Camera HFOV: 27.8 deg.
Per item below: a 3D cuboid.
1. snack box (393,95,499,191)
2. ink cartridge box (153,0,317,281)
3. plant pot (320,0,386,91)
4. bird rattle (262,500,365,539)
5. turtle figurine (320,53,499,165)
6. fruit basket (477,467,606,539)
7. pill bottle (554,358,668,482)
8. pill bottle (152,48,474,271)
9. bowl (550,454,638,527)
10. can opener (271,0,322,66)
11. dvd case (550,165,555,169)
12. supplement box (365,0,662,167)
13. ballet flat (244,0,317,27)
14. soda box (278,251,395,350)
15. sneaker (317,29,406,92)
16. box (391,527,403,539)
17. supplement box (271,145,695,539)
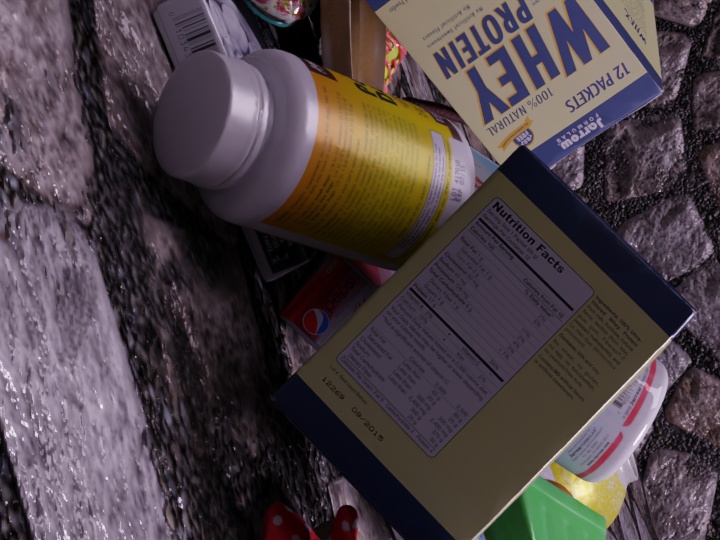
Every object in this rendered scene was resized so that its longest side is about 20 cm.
[{"bbox_3d":[0.073,-0.054,1.104,0.116,0.037,0.200,35,-7,16],"label":"snack box"},{"bbox_3d":[-0.069,-0.113,1.055,0.200,0.043,0.200,-60,129,-73],"label":"ink cartridge box"},{"bbox_3d":[-0.005,-0.190,1.101,0.200,0.027,0.202,1,90,-82],"label":"plant pot"},{"bbox_3d":[-0.004,0.213,0.848,0.201,0.112,0.163,55,6,-13],"label":"bird rattle"},{"bbox_3d":[0.010,-0.084,1.270,0.194,0.199,0.145,37,54,-32],"label":"turtle figurine"},{"bbox_3d":[0.108,0.170,1.131,0.185,0.094,0.201,34,21,-40],"label":"fruit basket"},{"bbox_3d":[0.121,0.063,1.086,0.199,0.109,0.109,34,18,-2],"label":"pill bottle"},{"bbox_3d":[-0.029,-0.071,0.916,0.199,0.109,0.110,16,51,-41],"label":"pill bottle"},{"bbox_3d":[0.300,0.251,1.902,0.200,0.107,0.202,-18,90,-76],"label":"bowl"},{"bbox_3d":[-0.049,-0.186,1.166,0.063,0.078,0.202,62,16,-60],"label":"can opener"},{"bbox_3d":[0.090,-0.175,1.258,0.200,0.022,0.146,49,8,-15],"label":"dvd case"},{"bbox_3d":[0.122,-0.213,1.127,0.200,0.134,0.200,47,26,-19],"label":"supplement box"},{"bbox_3d":[-0.050,-0.242,1.082,0.075,0.064,0.200,29,24,-11],"label":"ballet flat"},{"bbox_3d":[0.000,0.000,1.087,0.063,0.070,0.200,42,17,-6],"label":"soda box"},{"bbox_3d":[0.009,-0.212,1.400,0.078,0.090,0.201,57,21,-49],"label":"sneaker"},{"bbox_3d":[0.064,0.193,1.191,0.200,0.036,0.145,-67,137,-72],"label":"box"},{"bbox_3d":[0.073,0.061,0.878,0.134,0.200,0.200,45,-4,9],"label":"supplement box"}]
